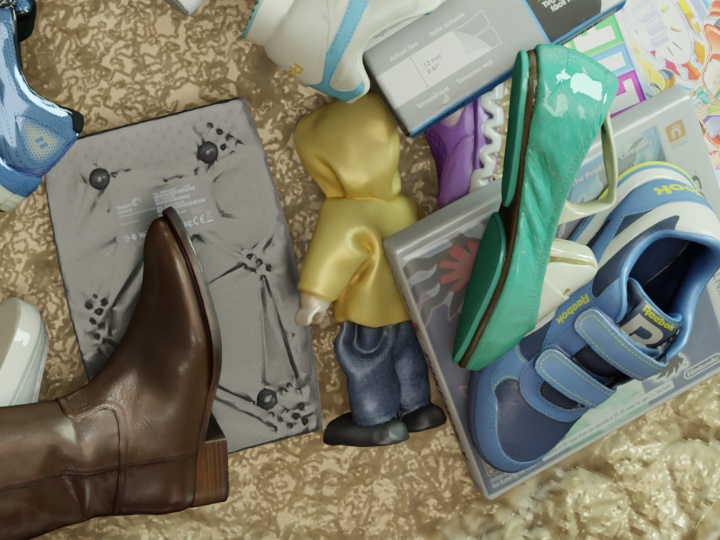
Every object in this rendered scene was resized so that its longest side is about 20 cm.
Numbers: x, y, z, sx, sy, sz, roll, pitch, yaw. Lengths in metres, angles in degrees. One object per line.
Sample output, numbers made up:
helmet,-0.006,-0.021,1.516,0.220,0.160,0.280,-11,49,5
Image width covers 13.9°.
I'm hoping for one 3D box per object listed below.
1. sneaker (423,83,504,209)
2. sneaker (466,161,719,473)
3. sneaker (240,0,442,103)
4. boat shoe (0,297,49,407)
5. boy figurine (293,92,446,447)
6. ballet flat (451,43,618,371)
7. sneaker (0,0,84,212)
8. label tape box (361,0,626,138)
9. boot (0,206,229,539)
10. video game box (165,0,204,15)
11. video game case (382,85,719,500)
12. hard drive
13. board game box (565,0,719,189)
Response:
sneaker,0.039,-0.131,1.699,0.088,0.080,0.202,-3,92,-2
sneaker,0.133,0.034,1.659,0.074,0.082,0.201,29,99,-33
sneaker,0.024,-0.184,1.564,0.081,0.077,0.200,37,98,-5
boat shoe,-0.213,0.117,1.698,0.068,0.072,0.201,19,89,-28
boy figurine,0.000,0.000,1.693,0.064,0.124,0.201,-2,102,37
ballet flat,0.102,-0.026,1.613,0.070,0.067,0.201,10,116,-5
sneaker,-0.220,-0.132,1.568,0.089,0.079,0.200,-37,93,-2
label tape box,0.035,-0.195,1.627,0.143,0.066,0.201,-31,92,1
boot,-0.177,0.070,1.635,0.199,0.064,0.188,-10,108,-15
video game box,-0.098,-0.269,1.559,0.182,0.047,0.200,-47,108,-4
video game case,0.128,0.015,1.709,0.199,0.023,0.183,-28,120,-11
hard drive,-0.104,0.009,1.709,0.134,0.042,0.201,-14,99,-5
board game box,0.180,-0.144,1.733,0.134,0.034,0.201,-23,99,-4
